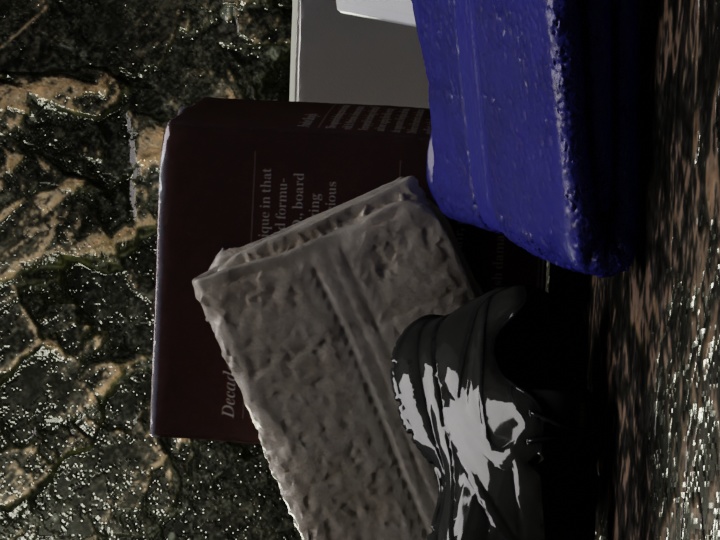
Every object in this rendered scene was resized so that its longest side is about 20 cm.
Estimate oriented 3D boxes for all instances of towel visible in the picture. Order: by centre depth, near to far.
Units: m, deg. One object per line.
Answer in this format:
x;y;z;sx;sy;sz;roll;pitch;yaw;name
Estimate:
0.077;-0.084;1.295;0.200;0.049;0.148;-149;50;-69;towel
0.011;0.065;1.409;0.034;0.132;0.201;-38;-74;-83;towel

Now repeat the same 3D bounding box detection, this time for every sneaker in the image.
0.075;0.099;1.310;0.091;0.076;0.201;-33;66;40;sneaker

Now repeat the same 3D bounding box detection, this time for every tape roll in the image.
0.026;-0.140;1.807;0.203;0.138;0.204;-178;90;-88;tape roll

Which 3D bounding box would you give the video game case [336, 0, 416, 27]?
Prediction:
0.033;-0.221;1.434;0.182;0.024;0.201;20;115;60;video game case

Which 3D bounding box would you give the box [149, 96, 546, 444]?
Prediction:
0.000;0.000;1.504;0.166;0.199;0.165;-63;-24;-81;box
